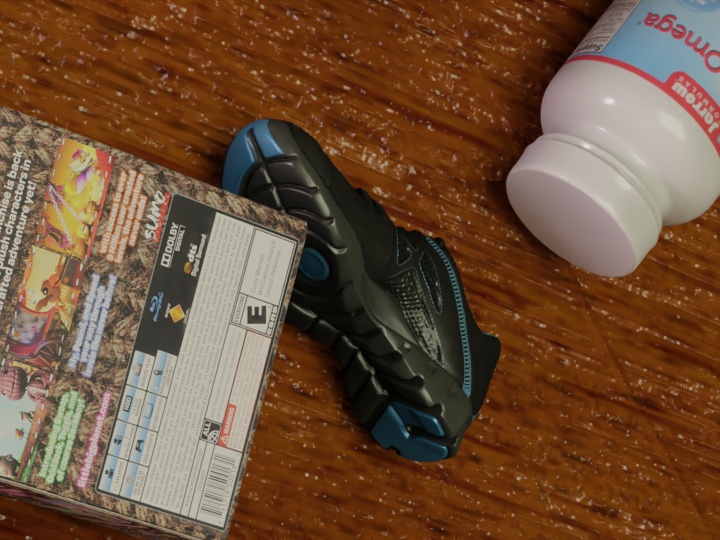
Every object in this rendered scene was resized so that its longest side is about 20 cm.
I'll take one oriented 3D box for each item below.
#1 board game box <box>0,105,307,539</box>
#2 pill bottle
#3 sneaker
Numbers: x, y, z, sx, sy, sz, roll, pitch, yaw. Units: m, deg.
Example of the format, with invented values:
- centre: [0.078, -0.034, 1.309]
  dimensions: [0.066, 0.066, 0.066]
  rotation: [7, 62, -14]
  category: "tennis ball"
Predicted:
- centre: [-0.147, 0.024, 1.258]
  dimensions: [0.199, 0.097, 0.160]
  rotation: [21, 77, -29]
  category: "board game box"
- centre: [0.166, -0.096, 1.447]
  dimensions: [0.109, 0.109, 0.200]
  rotation: [47, 66, -21]
  category: "pill bottle"
- centre: [0.000, 0.000, 1.375]
  dimensions: [0.201, 0.073, 0.082]
  rotation: [58, 46, -22]
  category: "sneaker"
